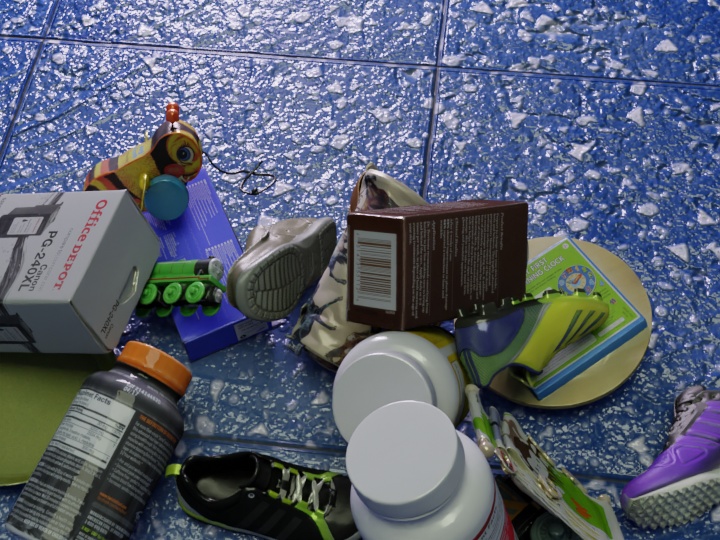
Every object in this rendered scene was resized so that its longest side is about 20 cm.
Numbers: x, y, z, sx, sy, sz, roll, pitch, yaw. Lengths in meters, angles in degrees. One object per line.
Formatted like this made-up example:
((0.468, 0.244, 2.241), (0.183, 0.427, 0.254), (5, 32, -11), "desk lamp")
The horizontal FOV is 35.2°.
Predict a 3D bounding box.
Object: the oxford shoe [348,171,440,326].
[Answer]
((0.030, -0.016, 1.178), (0.070, 0.072, 0.202), (-17, 60, -10), "oxford shoe")

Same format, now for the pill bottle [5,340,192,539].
((-0.229, 0.167, 1.036), (0.105, 0.107, 0.202), (21, 68, 15), "pill bottle")

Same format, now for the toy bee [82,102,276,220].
((-0.204, -0.117, 1.174), (0.198, 0.110, 0.131), (-27, 33, -19), "toy bee")

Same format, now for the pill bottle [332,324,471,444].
((0.038, 0.108, 1.008), (0.111, 0.200, 0.114), (0, 90, 13), "pill bottle")

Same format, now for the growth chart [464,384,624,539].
((0.158, 0.174, 0.964), (0.018, 0.199, 0.145), (-46, 18, 13), "growth chart")

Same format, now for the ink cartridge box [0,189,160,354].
((-0.316, 0.001, 1.111), (0.197, 0.084, 0.147), (-1, 49, 23), "ink cartridge box")

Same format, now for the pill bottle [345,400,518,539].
((0.057, 0.192, 0.878), (0.111, 0.201, 0.113), (-11, 47, 12), "pill bottle")

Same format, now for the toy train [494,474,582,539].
((0.111, 0.259, 0.995), (0.199, 0.086, 0.114), (-38, 54, -20), "toy train")

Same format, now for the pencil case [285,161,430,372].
((0.000, 0.000, 1.116), (0.089, 0.078, 0.202), (25, 92, 16), "pencil case")

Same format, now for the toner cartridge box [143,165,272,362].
((-0.172, -0.011, 1.198), (0.094, 0.043, 0.201), (-20, 59, -11), "toner cartridge box")

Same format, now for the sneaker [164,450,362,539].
((-0.080, 0.206, 1.032), (0.197, 0.083, 0.073), (4, 58, 5), "sneaker")

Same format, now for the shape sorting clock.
((0.193, 0.050, 1.146), (0.197, 0.039, 0.202), (-4, 58, 6), "shape sorting clock")

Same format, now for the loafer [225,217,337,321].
((-0.088, -0.005, 1.143), (0.069, 0.076, 0.200), (8, 19, 20), "loafer")

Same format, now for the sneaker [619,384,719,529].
((0.313, 0.163, 1.058), (0.198, 0.070, 0.100), (-21, 52, -15), "sneaker")

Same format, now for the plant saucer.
((-0.336, 0.124, 1.127), (0.197, 0.031, 0.202), (-1, 57, 1), "plant saucer")

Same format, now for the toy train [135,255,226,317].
((-0.215, 0.016, 1.143), (0.198, 0.042, 0.057), (-3, 61, 31), "toy train")

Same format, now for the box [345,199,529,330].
((0.075, -0.011, 1.052), (0.074, 0.102, 0.199), (7, 10, 42), "box")

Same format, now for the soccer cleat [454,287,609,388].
((0.161, 0.063, 1.052), (0.198, 0.064, 0.085), (-7, 88, -42), "soccer cleat")
